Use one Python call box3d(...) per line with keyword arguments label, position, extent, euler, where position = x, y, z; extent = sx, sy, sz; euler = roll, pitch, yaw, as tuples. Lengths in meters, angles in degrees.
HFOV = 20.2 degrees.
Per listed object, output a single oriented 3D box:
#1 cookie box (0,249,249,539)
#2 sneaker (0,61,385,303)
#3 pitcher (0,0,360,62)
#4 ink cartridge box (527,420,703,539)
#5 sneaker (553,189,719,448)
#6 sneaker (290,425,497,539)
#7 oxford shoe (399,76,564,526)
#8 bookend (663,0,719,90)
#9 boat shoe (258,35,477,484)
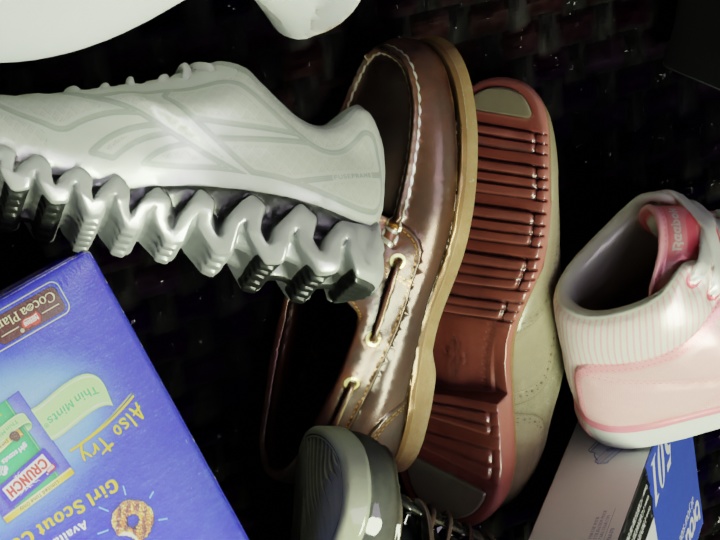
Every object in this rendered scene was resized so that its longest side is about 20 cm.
box3d(label="cookie box", position=(-0.136, 0.121, 0.779), extent=(0.171, 0.075, 0.201), euler=(-30, 97, -18))
box3d(label="sneaker", position=(-0.083, -0.045, 0.788), extent=(0.199, 0.075, 0.082), euler=(14, 77, -17))
box3d(label="pitcher", position=(-0.101, -0.163, 0.724), extent=(0.199, 0.121, 0.173), euler=(-9, 92, -39))
box3d(label="ink cartridge box", position=(0.113, 0.133, 0.918), extent=(0.200, 0.044, 0.095), euler=(-56, 140, -56))
box3d(label="sneaker", position=(0.177, 0.007, 0.880), extent=(0.199, 0.076, 0.105), euler=(-18, 132, 10))
box3d(label="sneaker", position=(0.025, 0.117, 0.851), extent=(0.105, 0.200, 0.075), euler=(1, 65, -5))
box3d(label="oxford shoe", position=(0.060, 0.011, 0.915), extent=(0.075, 0.070, 0.201), euler=(-12, 114, -57))
box3d(label="bookend", position=(0.224, -0.086, 0.947), extent=(0.198, 0.092, 0.201), euler=(-3, 110, -28))
box3d(label="boat shoe", position=(0.000, 0.000, 0.858), extent=(0.070, 0.070, 0.201), euler=(-2, 109, -31))
